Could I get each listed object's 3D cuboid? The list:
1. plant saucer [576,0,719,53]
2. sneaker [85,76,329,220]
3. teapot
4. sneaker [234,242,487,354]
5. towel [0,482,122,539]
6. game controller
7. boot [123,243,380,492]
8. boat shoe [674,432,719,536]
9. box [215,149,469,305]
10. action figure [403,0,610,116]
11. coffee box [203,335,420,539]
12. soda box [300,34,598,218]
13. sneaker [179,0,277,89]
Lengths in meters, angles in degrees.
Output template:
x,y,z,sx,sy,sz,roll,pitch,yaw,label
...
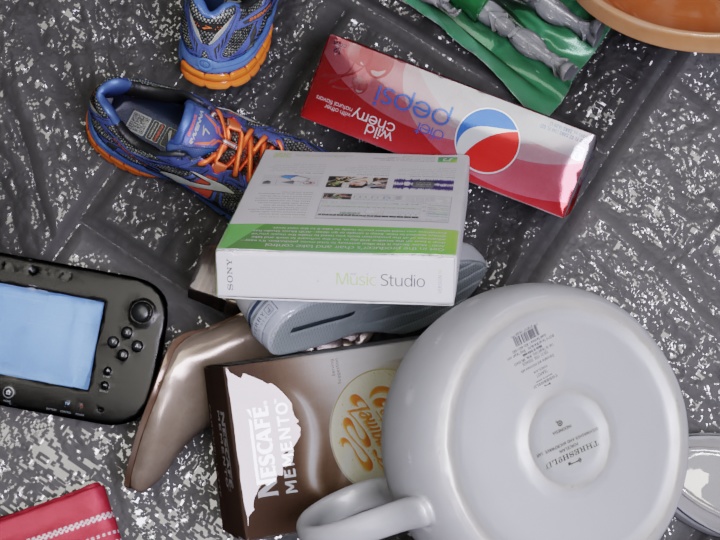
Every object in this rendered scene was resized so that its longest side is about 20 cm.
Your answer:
x,y,z,sx,sy,sz,roll,pitch,yaw,label
0.240,-0.217,1.260,0.199,0.032,0.201,-1,47,1,plant saucer
-0.106,-0.084,1.254,0.199,0.078,0.076,16,78,7,sneaker
0.085,0.104,1.068,0.199,0.146,0.198,24,74,-21,teapot
0.000,0.000,1.181,0.200,0.073,0.071,-8,50,-43,sneaker
-0.212,0.256,1.203,0.144,0.022,0.201,-19,78,-4,towel
-0.236,0.044,1.247,0.199,0.042,0.105,10,76,5,game controller
-0.063,0.076,1.222,0.146,0.070,0.201,19,85,-2,boot
0.289,0.158,1.183,0.199,0.066,0.072,25,78,8,boat shoe
-0.006,-0.031,1.130,0.144,0.200,0.036,2,110,6,box
0.082,-0.209,1.294,0.200,0.055,0.118,34,82,14,action figure
0.006,0.104,1.165,0.199,0.080,0.115,-8,90,-15,coffee box
0.064,-0.101,1.250,0.199,0.070,0.064,21,97,8,soda box
-0.078,-0.228,1.273,0.075,0.079,0.201,10,63,4,sneaker
